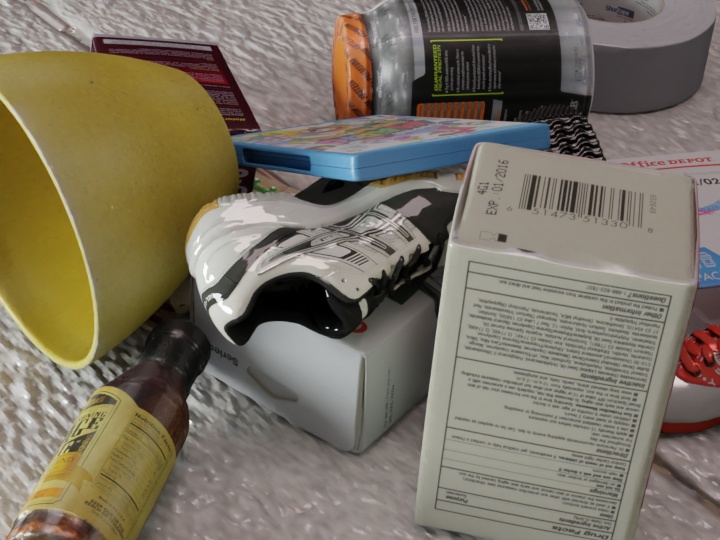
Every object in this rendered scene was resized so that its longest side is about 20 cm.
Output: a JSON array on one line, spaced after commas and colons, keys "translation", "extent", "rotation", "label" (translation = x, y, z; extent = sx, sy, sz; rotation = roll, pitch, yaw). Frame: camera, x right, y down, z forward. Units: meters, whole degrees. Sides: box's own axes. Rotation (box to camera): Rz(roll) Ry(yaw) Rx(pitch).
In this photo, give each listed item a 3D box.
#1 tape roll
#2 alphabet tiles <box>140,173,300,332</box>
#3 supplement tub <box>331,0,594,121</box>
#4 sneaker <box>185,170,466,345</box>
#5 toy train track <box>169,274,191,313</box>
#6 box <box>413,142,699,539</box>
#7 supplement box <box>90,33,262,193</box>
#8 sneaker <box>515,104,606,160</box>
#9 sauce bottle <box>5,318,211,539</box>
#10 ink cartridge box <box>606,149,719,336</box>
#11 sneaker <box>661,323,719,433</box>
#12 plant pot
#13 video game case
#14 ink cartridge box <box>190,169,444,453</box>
[{"translation": [0.222, -0.222, 1.258], "extent": [0.198, 0.067, 0.201], "rotation": [3, 35, -2], "label": "tape roll"}, {"translation": [-0.123, -0.023, 1.004], "extent": [0.166, 0.008, 0.200], "rotation": [23, 40, 24], "label": "alphabet tiles"}, {"translation": [0.080, -0.161, 1.113], "extent": [0.198, 0.123, 0.123], "rotation": [-2, 36, -10], "label": "supplement tub"}, {"translation": [0.000, 0.000, 0.804], "extent": [0.198, 0.076, 0.088], "rotation": [-10, 55, -12], "label": "sneaker"}, {"translation": [-0.153, -0.041, 0.991], "extent": [0.114, 0.033, 0.200], "rotation": [-12, 38, -21], "label": "toy train track"}, {"translation": [0.107, 0.047, 0.765], "extent": [0.127, 0.201, 0.109], "rotation": [10, 36, 7], "label": "box"}, {"translation": [-0.149, -0.122, 1.057], "extent": [0.108, 0.061, 0.200], "rotation": [2, 26, -16], "label": "supplement box"}, {"translation": [0.154, -0.015, 0.959], "extent": [0.070, 0.094, 0.201], "rotation": [-14, 58, 0], "label": "sneaker"}, {"translation": [-0.137, 0.103, 0.785], "extent": [0.065, 0.066, 0.201], "rotation": [10, 34, 8], "label": "sauce bottle"}, {"translation": [0.231, -0.026, 0.988], "extent": [0.114, 0.068, 0.201], "rotation": [-5, 37, -13], "label": "ink cartridge box"}, {"translation": [0.248, 0.041, 0.864], "extent": [0.199, 0.109, 0.067], "rotation": [-1, 36, -6], "label": "sneaker"}, {"translation": [-0.162, -0.058, 0.875], "extent": [0.141, 0.201, 0.200], "rotation": [-28, 46, -30], "label": "plant pot"}, {"translation": [0.007, -0.083, 0.889], "extent": [0.142, 0.018, 0.199], "rotation": [-11, 13, -29], "label": "video game case"}, {"translation": [0.004, 0.011, 0.904], "extent": [0.146, 0.084, 0.200], "rotation": [25, 42, 27], "label": "ink cartridge box"}]
